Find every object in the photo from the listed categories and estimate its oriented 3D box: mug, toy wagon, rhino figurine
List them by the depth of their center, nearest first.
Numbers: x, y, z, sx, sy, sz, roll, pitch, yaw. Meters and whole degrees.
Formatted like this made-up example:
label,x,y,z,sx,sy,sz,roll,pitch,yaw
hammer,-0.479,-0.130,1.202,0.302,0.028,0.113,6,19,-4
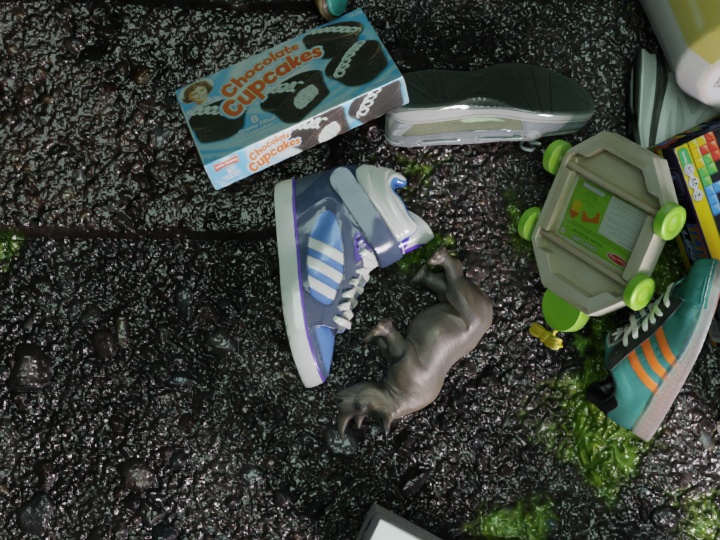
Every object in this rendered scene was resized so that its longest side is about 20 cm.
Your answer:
label,x,y,z,sx,sy,sz,roll,pitch,yaw
mug,0.322,-0.240,1.163,0.148,0.186,0.155,-18,57,22
toy wagon,0.211,-0.023,1.194,0.039,0.155,0.202,3,115,-41
rhino figurine,0.045,0.081,1.216,0.087,0.060,0.201,39,88,0

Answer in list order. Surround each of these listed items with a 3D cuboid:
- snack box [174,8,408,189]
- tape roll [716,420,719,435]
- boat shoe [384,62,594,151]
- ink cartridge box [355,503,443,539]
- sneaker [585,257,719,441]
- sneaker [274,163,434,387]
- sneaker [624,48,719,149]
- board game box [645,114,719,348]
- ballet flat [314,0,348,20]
label,x,y,z,sx,sy,sz,roll,pitch,yaw
snack box,-0.066,-0.163,1.215,0.198,0.037,0.117,-25,48,-3
tape roll,0.416,0.173,1.145,0.202,0.202,0.071,40,85,2
boat shoe,0.122,-0.149,1.239,0.199,0.065,0.075,-3,47,-5
ink cartridge box,0.050,0.266,1.130,0.114,0.200,0.068,27,85,1
sneaker,0.263,0.065,1.175,0.079,0.071,0.202,25,125,11
sneaker,0.000,0.000,1.210,0.144,0.081,0.203,-7,80,3
sneaker,0.309,-0.108,1.228,0.114,0.076,0.204,5,83,1
board game box,0.372,-0.050,1.198,0.164,0.057,0.202,-25,101,-13
ballet flat,-0.032,-0.339,1.252,0.071,0.068,0.203,10,84,21
